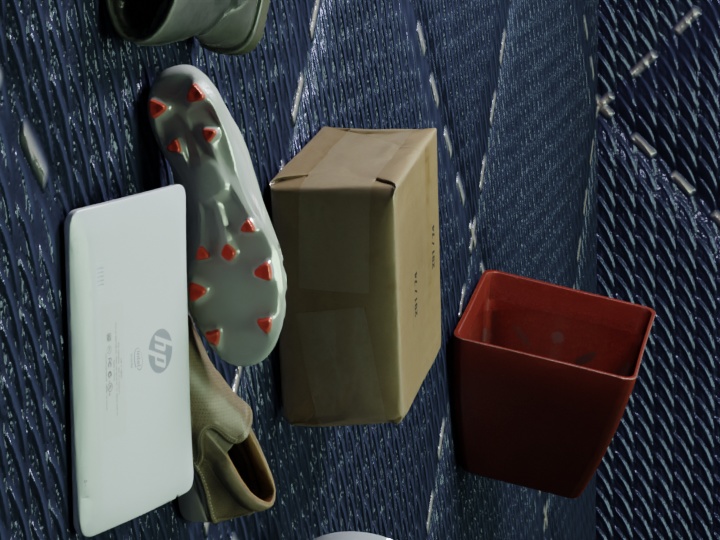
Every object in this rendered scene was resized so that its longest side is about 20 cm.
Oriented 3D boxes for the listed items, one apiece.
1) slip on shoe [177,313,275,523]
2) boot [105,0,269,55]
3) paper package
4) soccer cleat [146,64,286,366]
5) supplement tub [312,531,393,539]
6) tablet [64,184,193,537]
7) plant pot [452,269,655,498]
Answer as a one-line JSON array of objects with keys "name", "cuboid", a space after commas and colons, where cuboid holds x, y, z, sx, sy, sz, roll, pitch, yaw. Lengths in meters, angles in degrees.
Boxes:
[{"name": "slip on shoe", "cuboid": [-0.102, 0.095, 1.589, 0.076, 0.060, 0.200, -73, 160, -47]}, {"name": "boot", "cuboid": [-0.108, -0.225, 1.533, 0.200, 0.072, 0.182, 7, 83, -70]}, {"name": "paper package", "cuboid": [0.000, 0.000, 1.915, 0.191, 0.103, 0.200, -56, 145, -68]}, {"name": "soccer cleat", "cuboid": [-0.090, -0.038, 1.554, 0.078, 0.069, 0.200, -41, 117, -80]}, {"name": "supplement tub", "cuboid": [-0.015, 0.314, 1.807, 0.200, 0.145, 0.146, -73, 160, -45]}, {"name": "tablet", "cuboid": [-0.140, 0.053, 1.465, 0.130, 0.014, 0.200, -20, 112, -60]}, {"name": "plant pot", "cuboid": [0.201, 0.135, 2.628, 0.200, 0.200, 0.177, -57, 160, -65]}]
